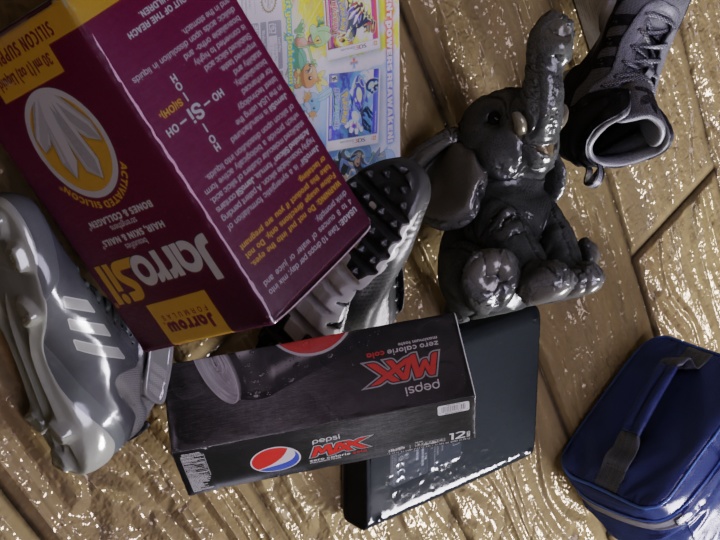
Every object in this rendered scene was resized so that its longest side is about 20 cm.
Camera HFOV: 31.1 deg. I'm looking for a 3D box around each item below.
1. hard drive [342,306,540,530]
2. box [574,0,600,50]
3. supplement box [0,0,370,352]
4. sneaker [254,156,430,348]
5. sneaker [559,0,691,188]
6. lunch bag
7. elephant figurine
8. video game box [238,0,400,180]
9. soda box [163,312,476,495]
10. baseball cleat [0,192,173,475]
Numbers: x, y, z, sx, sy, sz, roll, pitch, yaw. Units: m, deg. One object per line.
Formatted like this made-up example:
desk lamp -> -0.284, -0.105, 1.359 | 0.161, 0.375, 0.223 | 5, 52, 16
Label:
hard drive -> 0.070, 0.115, 1.058 | 0.200, 0.033, 0.140 | -16, 114, -38
box -> 0.193, -0.242, 1.047 | 0.039, 0.041, 0.200 | -43, 128, -22
supplement box -> -0.110, -0.068, 0.718 | 0.103, 0.131, 0.200 | -46, 111, -40
sneaker -> 0.000, 0.000, 0.907 | 0.090, 0.066, 0.200 | -11, 139, -51
sneaker -> 0.219, -0.157, 1.007 | 0.075, 0.114, 0.200 | 21, 113, -28
lunch bag -> 0.294, 0.158, 1.206 | 0.200, 0.136, 0.132 | -52, 132, -17
elephant figurine -> 0.108, -0.071, 0.975 | 0.141, 0.155, 0.201 | 5, 72, -77
video game box -> -0.053, -0.134, 0.854 | 0.182, 0.047, 0.201 | -16, 114, -36
soda box -> -0.026, 0.087, 0.857 | 0.199, 0.071, 0.063 | -10, 146, -3
baseball cleat -> -0.174, 0.027, 0.793 | 0.106, 0.070, 0.201 | -35, 135, -37
